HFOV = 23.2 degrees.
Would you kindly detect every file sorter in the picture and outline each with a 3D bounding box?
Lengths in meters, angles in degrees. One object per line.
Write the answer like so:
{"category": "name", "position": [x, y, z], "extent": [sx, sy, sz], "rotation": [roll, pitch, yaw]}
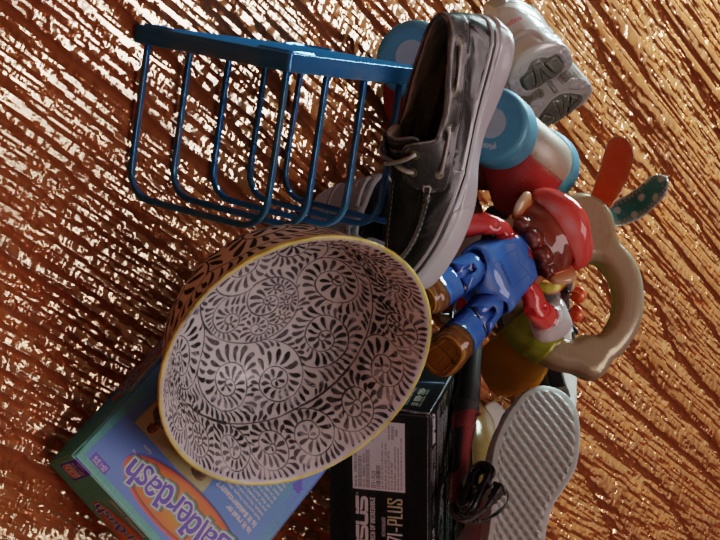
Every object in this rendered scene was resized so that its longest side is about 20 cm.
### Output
{"category": "file sorter", "position": [-0.054, -0.100, 1.261], "extent": [0.199, 0.138, 0.124], "rotation": [-4, 106, -56]}

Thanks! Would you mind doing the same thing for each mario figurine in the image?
{"category": "mario figurine", "position": [0.101, 0.006, 1.359], "extent": [0.199, 0.105, 0.125], "rotation": [-32, 134, -40]}

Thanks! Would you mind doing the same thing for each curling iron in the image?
{"category": "curling iron", "position": [0.095, 0.120, 1.430], "extent": [0.026, 0.049, 0.202], "rotation": [61, 24, -46]}

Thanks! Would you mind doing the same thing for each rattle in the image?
{"category": "rattle", "position": [0.182, 0.002, 1.491], "extent": [0.143, 0.129, 0.202], "rotation": [78, 26, -66]}

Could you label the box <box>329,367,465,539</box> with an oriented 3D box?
{"category": "box", "position": [0.035, 0.180, 1.471], "extent": [0.164, 0.085, 0.203], "rotation": [-49, 140, -67]}

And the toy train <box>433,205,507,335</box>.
{"category": "toy train", "position": [0.095, 0.029, 1.601], "extent": [0.046, 0.034, 0.202], "rotation": [70, 40, -64]}

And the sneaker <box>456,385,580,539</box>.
{"category": "sneaker", "position": [0.121, 0.198, 1.457], "extent": [0.105, 0.075, 0.202], "rotation": [130, -23, -66]}

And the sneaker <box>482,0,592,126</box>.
{"category": "sneaker", "position": [0.155, -0.196, 1.603], "extent": [0.077, 0.100, 0.200], "rotation": [-28, 160, 1]}

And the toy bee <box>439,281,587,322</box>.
{"category": "toy bee", "position": [0.160, 0.022, 1.575], "extent": [0.200, 0.108, 0.132], "rotation": [-49, 144, -44]}

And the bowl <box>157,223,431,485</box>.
{"category": "bowl", "position": [-0.059, 0.039, 1.202], "extent": [0.199, 0.094, 0.203], "rotation": [-15, 129, -19]}

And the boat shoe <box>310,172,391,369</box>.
{"category": "boat shoe", "position": [0.000, 0.000, 1.340], "extent": [0.072, 0.068, 0.201], "rotation": [50, 29, -26]}

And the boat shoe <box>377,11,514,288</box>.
{"category": "boat shoe", "position": [0.045, -0.088, 1.241], "extent": [0.070, 0.072, 0.202], "rotation": [10, 99, -36]}

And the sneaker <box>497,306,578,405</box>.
{"category": "sneaker", "position": [0.177, 0.074, 1.724], "extent": [0.088, 0.073, 0.203], "rotation": [-36, 123, -75]}

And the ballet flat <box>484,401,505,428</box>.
{"category": "ballet flat", "position": [0.146, 0.227, 1.713], "extent": [0.069, 0.069, 0.203], "rotation": [-20, 115, -52]}

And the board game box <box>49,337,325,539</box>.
{"category": "board game box", "position": [-0.103, 0.120, 1.256], "extent": [0.152, 0.045, 0.200], "rotation": [50, 56, -13]}

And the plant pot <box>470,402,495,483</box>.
{"category": "plant pot", "position": [0.108, 0.212, 1.586], "extent": [0.200, 0.027, 0.203], "rotation": [-1, 90, -90]}

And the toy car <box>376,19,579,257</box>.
{"category": "toy car", "position": [0.057, -0.075, 1.455], "extent": [0.201, 0.177, 0.184], "rotation": [-51, 160, 7]}
